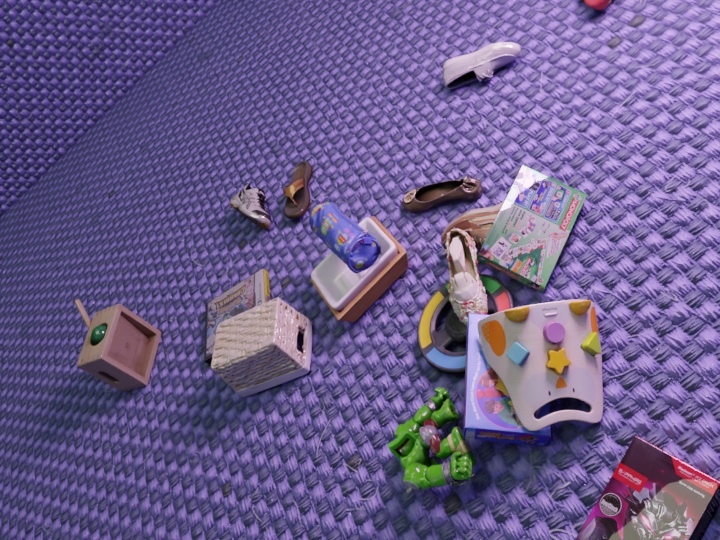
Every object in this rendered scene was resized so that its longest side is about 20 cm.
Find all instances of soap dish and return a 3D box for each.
[{"bbox_3d":[0.000,0.000,1.428,0.200,0.081,0.158,-44,42,3],"label":"soap dish"}]

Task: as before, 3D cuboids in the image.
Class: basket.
[{"bbox_3d":[-0.216,0.166,1.448,0.197,0.123,0.138,-24,45,25],"label":"basket"}]

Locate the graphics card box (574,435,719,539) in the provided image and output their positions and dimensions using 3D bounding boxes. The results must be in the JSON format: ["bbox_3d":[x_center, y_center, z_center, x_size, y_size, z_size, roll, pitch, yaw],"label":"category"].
[{"bbox_3d":[0.375,0.338,0.881,0.124,0.051,0.202,27,79,47],"label":"graphics card box"}]

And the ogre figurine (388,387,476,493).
[{"bbox_3d":[0.114,0.285,1.102,0.118,0.098,0.203,-32,45,11],"label":"ogre figurine"}]

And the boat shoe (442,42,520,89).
[{"bbox_3d":[0.284,-0.480,1.576,0.195,0.072,0.071,-6,76,28],"label":"boat shoe"}]

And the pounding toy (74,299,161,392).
[{"bbox_3d":[-0.650,0.185,1.736,0.139,0.200,0.188,-18,48,28],"label":"pounding toy"}]

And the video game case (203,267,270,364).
[{"bbox_3d":[-0.303,0.110,1.637,0.197,0.025,0.184,-29,45,19],"label":"video game case"}]

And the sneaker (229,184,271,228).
[{"bbox_3d":[-0.288,-0.182,1.811,0.088,0.076,0.199,-50,42,-5],"label":"sneaker"}]

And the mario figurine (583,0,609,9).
[{"bbox_3d":[0.562,-0.646,1.482,0.201,0.106,0.123,-48,4,-17],"label":"mario figurine"}]

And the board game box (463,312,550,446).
[{"bbox_3d":[0.236,0.173,1.083,0.130,0.045,0.204,4,57,7],"label":"board game box"}]

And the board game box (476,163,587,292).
[{"bbox_3d":[0.313,-0.079,1.217,0.132,0.029,0.203,27,74,10],"label":"board game box"}]

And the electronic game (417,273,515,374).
[{"bbox_3d":[0.191,0.095,1.226,0.196,0.042,0.204,-22,47,25],"label":"electronic game"}]

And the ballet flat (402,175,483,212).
[{"bbox_3d":[0.170,-0.170,1.443,0.196,0.046,0.069,-5,55,37],"label":"ballet flat"}]

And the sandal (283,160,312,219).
[{"bbox_3d":[-0.169,-0.219,1.756,0.080,0.055,0.204,-15,50,30],"label":"sandal"}]

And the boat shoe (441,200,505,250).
[{"bbox_3d":[0.245,-0.076,1.290,0.196,0.076,0.073,-23,48,27],"label":"boat shoe"}]

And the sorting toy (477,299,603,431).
[{"bbox_3d":[0.297,0.147,1.026,0.194,0.107,0.185,-7,75,-2],"label":"sorting toy"}]

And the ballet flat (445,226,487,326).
[{"bbox_3d":[0.184,0.007,1.219,0.074,0.064,0.204,-21,51,18],"label":"ballet flat"}]

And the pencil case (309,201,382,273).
[{"bbox_3d":[-0.035,-0.075,1.392,0.200,0.077,0.089,43,119,48],"label":"pencil case"}]
